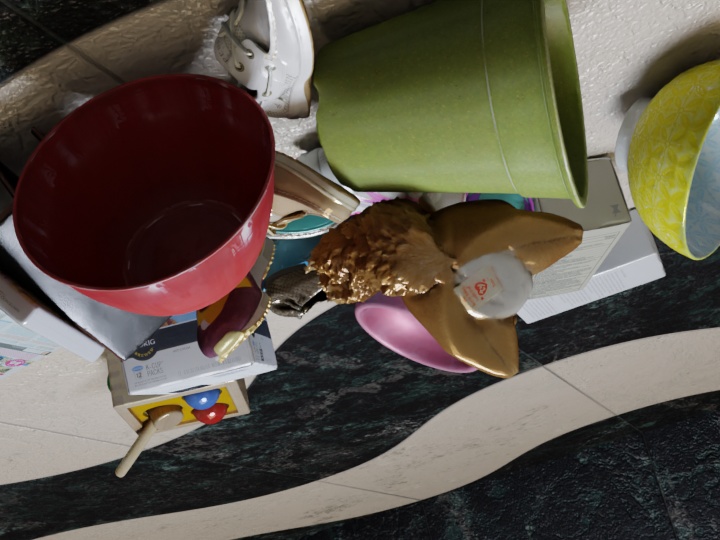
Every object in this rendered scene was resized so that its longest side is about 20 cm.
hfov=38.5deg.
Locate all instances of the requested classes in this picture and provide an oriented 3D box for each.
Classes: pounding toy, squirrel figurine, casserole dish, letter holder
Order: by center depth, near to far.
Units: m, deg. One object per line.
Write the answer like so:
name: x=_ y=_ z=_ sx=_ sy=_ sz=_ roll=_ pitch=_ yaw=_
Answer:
squirrel figurine: x=0.058 y=-0.016 z=0.901 sx=0.200 sy=0.142 sz=0.187 roll=15 pitch=-169 yaw=-18
letter holder: x=-0.262 y=-0.035 z=0.923 sx=0.101 sy=0.142 sz=0.200 roll=-44 pitch=138 yaw=-5
casserole dish: x=-0.055 y=-0.019 z=1.118 sx=0.121 sy=0.039 sz=0.200 roll=-23 pitch=175 yaw=-14
pounding toy: x=-0.255 y=0.167 z=1.369 sx=0.200 sy=0.142 sz=0.184 roll=-12 pitch=157 yaw=-4

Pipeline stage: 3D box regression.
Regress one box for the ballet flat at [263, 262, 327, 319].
ballet flat: x=0.000 y=0.000 z=1.024 sx=0.200 sy=0.046 sz=0.067 roll=-21 pitch=150 yaw=1

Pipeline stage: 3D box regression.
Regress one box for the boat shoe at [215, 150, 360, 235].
boat shoe: x=-0.082 y=-0.063 z=0.873 sx=0.200 sy=0.069 sz=0.074 roll=22 pitch=175 yaw=46

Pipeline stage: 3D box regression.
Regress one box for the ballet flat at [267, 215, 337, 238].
ballet flat: x=-0.115 y=-0.060 z=1.030 sx=0.200 sy=0.070 sz=0.069 roll=-6 pitch=157 yaw=-8

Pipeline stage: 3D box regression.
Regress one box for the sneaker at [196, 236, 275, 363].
sneaker: x=-0.130 y=0.003 z=0.903 sx=0.090 sy=0.200 sz=0.075 roll=41 pitch=107 yaw=-19

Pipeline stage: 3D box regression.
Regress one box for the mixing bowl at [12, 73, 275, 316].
mixing bowl: x=-0.148 y=-0.041 z=0.787 sx=0.200 sy=0.200 sz=0.108 roll=-15 pitch=144 yaw=3

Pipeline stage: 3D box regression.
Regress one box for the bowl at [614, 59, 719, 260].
bowl: x=0.320 y=-0.121 z=1.028 sx=0.108 sy=0.200 sz=0.200 roll=23 pitch=180 yaw=34

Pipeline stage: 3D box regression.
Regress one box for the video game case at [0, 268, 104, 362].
video game case: x=-0.319 y=0.004 z=0.895 sx=0.023 sy=0.182 sz=0.200 roll=-51 pitch=171 yaw=-10

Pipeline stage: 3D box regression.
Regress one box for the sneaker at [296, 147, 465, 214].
sneaker: x=0.038 y=-0.088 z=1.010 sx=0.200 sy=0.082 sz=0.088 roll=6 pitch=152 yaw=-41

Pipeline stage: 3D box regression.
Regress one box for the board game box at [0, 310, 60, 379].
board game box: x=-0.418 y=0.064 z=1.137 sx=0.200 sy=0.064 sz=0.147 roll=-26 pitch=154 yaw=25

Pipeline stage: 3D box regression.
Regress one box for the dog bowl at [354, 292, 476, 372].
dog bowl: x=0.081 y=0.054 z=1.249 sx=0.200 sy=0.074 sz=0.200 roll=23 pitch=160 yaw=9

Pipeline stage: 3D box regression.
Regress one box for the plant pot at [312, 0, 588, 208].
plant pot: x=0.070 y=-0.136 z=0.816 sx=0.190 sy=0.200 sz=0.200 roll=-7 pitch=161 yaw=19

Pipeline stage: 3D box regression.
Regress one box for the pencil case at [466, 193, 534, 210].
pencil case: x=0.144 y=-0.028 z=1.204 sx=0.085 sy=0.092 sz=0.200 roll=-54 pitch=170 yaw=-20

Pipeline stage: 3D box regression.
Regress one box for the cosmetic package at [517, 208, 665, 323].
cosmetic package: x=0.293 y=-0.003 z=1.371 sx=0.200 sy=0.071 sz=0.101 roll=-20 pitch=157 yaw=16

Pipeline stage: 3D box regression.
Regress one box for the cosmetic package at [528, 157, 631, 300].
cosmetic package: x=0.233 y=-0.044 z=1.221 sx=0.103 sy=0.087 sz=0.200 roll=-8 pitch=158 yaw=-9

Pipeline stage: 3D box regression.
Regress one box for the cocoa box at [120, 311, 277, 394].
cocoa box: x=-0.177 y=0.056 z=1.113 sx=0.133 sy=0.132 sz=0.200 roll=-14 pitch=173 yaw=1

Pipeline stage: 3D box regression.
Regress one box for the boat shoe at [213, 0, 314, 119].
boat shoe: x=-0.075 y=-0.166 z=0.772 sx=0.069 sy=0.071 sz=0.200 roll=-12 pitch=159 yaw=-7
